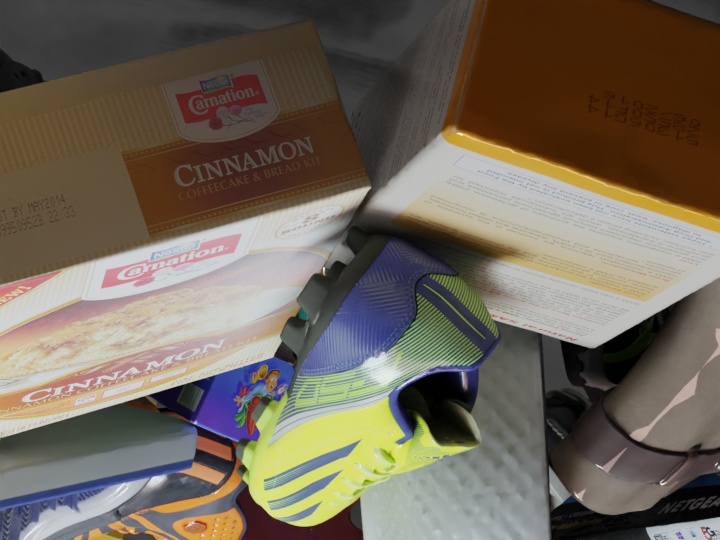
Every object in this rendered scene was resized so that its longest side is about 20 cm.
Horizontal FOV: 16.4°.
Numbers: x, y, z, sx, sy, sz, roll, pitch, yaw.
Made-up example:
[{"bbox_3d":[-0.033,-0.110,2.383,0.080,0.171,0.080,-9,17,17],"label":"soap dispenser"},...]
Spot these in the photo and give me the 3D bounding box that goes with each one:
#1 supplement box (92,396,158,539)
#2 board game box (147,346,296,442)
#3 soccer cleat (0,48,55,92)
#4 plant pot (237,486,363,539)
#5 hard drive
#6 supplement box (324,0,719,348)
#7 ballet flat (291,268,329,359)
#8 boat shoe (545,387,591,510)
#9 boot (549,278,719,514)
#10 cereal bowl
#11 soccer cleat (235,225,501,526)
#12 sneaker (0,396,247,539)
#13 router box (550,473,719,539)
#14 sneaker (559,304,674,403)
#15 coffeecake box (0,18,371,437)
[{"bbox_3d":[-0.241,0.074,1.448,0.199,0.133,0.197,20,162,-21],"label":"supplement box"},{"bbox_3d":[-0.074,0.050,1.279,0.134,0.045,0.200,26,179,-37],"label":"board game box"},{"bbox_3d":[-0.134,-0.055,1.066,0.067,0.081,0.200,-29,164,28],"label":"soccer cleat"},{"bbox_3d":[-0.007,0.163,1.402,0.199,0.200,0.176,32,156,9],"label":"plant pot"},{"bbox_3d":[-0.182,0.077,1.116,0.131,0.026,0.200,11,-171,29],"label":"hard drive"},{"bbox_3d":[0.070,-0.039,0.928,0.125,0.074,0.200,17,164,-11],"label":"supplement box"},{"bbox_3d":[0.000,0.000,1.149,0.070,0.071,0.200,13,164,1],"label":"ballet flat"},{"bbox_3d":[0.114,0.096,1.376,0.074,0.060,0.200,43,178,34],"label":"boat shoe"},{"bbox_3d":[0.138,0.039,1.018,0.070,0.146,0.200,55,-168,27],"label":"boot"},{"bbox_3d":[0.043,0.092,1.108,0.083,0.201,0.200,-4,162,4],"label":"cereal bowl"},{"bbox_3d":[0.004,0.060,0.985,0.084,0.065,0.200,33,148,9],"label":"soccer cleat"},{"bbox_3d":[-0.127,0.124,1.289,0.112,0.078,0.200,22,152,-36],"label":"sneaker"},{"bbox_3d":[0.179,0.100,1.185,0.051,0.149,0.200,56,153,-6],"label":"router box"},{"bbox_3d":[0.134,0.021,1.134,0.082,0.072,0.200,-17,157,10],"label":"sneaker"},{"bbox_3d":[-0.096,-0.009,0.975,0.153,0.073,0.200,-15,164,-18],"label":"coffeecake box"}]
